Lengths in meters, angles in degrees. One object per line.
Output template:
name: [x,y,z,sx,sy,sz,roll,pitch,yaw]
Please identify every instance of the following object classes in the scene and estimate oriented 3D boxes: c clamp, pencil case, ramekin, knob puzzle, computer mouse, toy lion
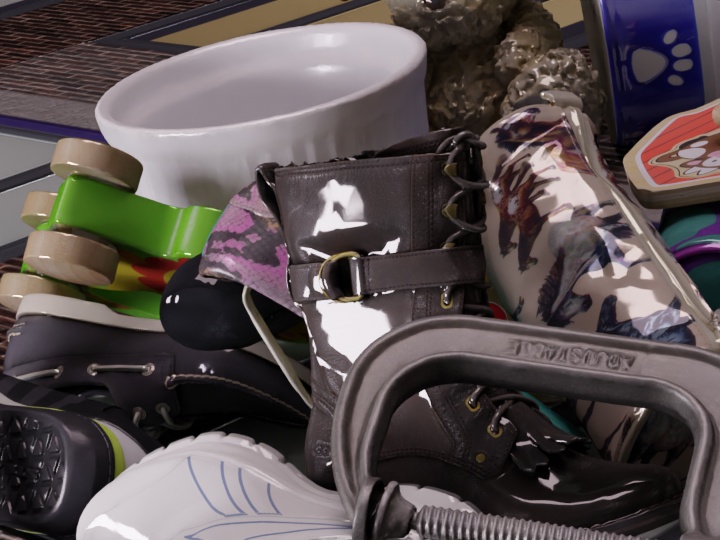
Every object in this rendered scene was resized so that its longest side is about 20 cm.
c clamp: [0.075,0.082,0.932,0.199,0.027,0.171,11,50,19]
pencil case: [0.111,0.006,1.112,0.078,0.090,0.200,21,28,-41]
ramekin: [-0.050,-0.072,1.475,0.199,0.098,0.201,-10,20,4]
knob puzzle: [0.214,-0.079,1.226,0.218,0.031,0.220,-16,15,4]
computer mouse: [0.000,0.000,1.177,0.199,0.059,0.034,-16,43,-17]
toy lion: [-0.082,0.002,1.288,0.191,0.069,0.200,18,-14,-11]
pencil case: [0.191,-0.007,1.234,0.092,0.085,0.200,26,25,4]

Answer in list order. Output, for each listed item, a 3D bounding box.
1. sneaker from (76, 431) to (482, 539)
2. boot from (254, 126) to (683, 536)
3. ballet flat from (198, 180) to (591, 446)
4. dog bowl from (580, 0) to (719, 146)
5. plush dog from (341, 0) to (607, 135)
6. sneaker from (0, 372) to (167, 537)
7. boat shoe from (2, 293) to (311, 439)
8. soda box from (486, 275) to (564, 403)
sneaker: [-0.040,0.118,0.982,0.199,0.075,0.087,4,27,36]
boot: [0.043,0.028,1.033,0.199,0.175,0.069,1,4,28]
ballet flat: [0.010,0.043,1.118,0.071,0.200,0.069,-50,0,1]
dog bowl: [0.184,-0.183,1.591,0.078,0.201,0.200,-11,17,3]
plush dog: [0.070,-0.163,1.622,0.199,0.173,0.160,-4,17,22]
sneaker: [-0.149,0.090,1.159,0.083,0.072,0.200,9,5,-38]
boat shoe: [-0.099,0.061,1.237,0.199,0.073,0.063,11,68,33]
soda box: [0.083,0.006,1.279,0.067,0.064,0.200,-6,18,8]
